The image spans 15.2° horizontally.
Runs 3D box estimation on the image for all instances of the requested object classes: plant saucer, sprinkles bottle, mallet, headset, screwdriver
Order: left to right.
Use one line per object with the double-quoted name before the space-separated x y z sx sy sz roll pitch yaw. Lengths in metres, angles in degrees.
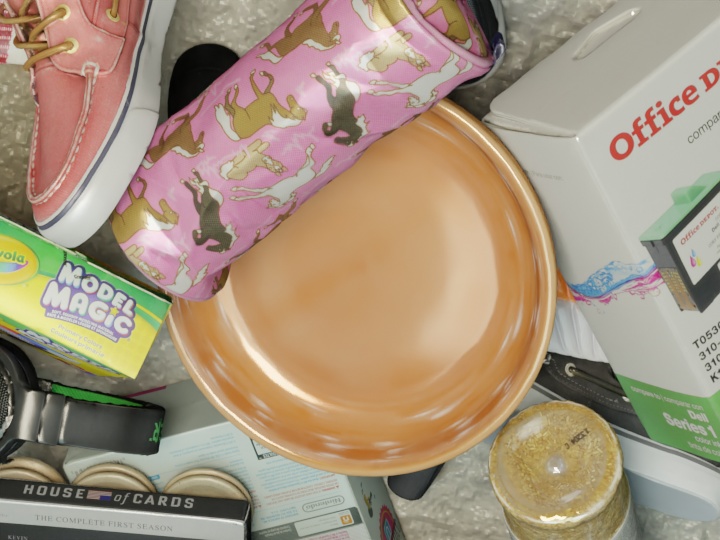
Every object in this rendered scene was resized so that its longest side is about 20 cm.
"headset" -0.201 0.077 1.360 0.199 0.123 0.094 12 89 -9
"mallet" -0.019 -0.046 1.376 0.200 0.066 0.041 33 116 -30
"plant saucer" 0.000 0.000 1.301 0.199 0.037 0.201 5 107 15
"screwdriver" 0.062 0.041 1.418 0.028 0.029 0.201 22 119 -8
"sprinkles bottle" 0.112 0.136 1.388 0.068 0.069 0.200 -7 153 8

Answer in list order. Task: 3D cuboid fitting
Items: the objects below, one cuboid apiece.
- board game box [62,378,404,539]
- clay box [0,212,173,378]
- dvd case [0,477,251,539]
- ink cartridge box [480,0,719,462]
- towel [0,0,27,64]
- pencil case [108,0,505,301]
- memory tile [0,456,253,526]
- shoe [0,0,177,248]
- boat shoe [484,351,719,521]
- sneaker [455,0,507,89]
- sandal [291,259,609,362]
"board game box" -0.055 0.154 1.470 0.147 0.064 0.201 -14 116 13
"clay box" -0.162 0.010 1.326 0.115 0.200 0.048 27 84 -10
"dvd case" -0.136 0.204 1.437 0.149 0.025 0.201 5 120 3
"ink cartridge box" 0.171 -0.031 1.301 0.145 0.084 0.200 -39 115 -19
"towel" -0.238 -0.183 1.321 0.199 0.023 0.145 11 117 -4
"pencil case" -0.030 -0.069 1.221 0.200 0.083 0.086 -39 132 23
"memory tile" -0.128 0.189 1.451 0.152 0.017 0.201 0 120 6
"shoe" -0.140 -0.111 1.248 0.091 0.201 0.071 32 142 -28
"boat shoe" 0.113 0.065 1.405 0.199 0.067 0.070 23 159 -12
"sneaker" -0.004 -0.148 1.268 0.075 0.114 0.200 -33 112 20
"sandal" 0.063 -0.009 1.363 0.206 0.059 0.080 11 99 -6
